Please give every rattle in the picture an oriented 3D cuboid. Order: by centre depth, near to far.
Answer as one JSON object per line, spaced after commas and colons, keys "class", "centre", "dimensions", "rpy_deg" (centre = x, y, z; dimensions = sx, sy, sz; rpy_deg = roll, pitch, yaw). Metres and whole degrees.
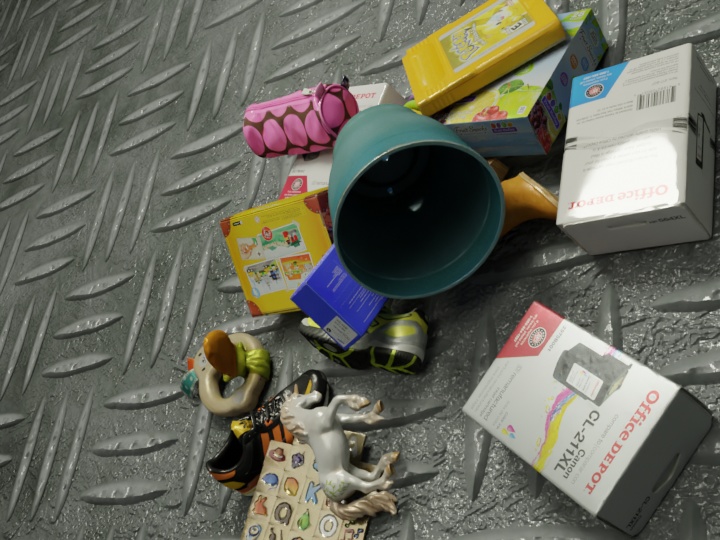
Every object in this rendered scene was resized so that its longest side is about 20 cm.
{"class": "rattle", "centre": [-0.239, 0.140, 1.323], "dimensions": [0.199, 0.142, 0.132], "rpy_deg": [11, 91, 41]}

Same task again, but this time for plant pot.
{"class": "plant pot", "centre": [0.049, -0.102, 1.078], "dimensions": [0.200, 0.200, 0.189], "rpy_deg": [-43, 32, 15]}

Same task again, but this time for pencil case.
{"class": "pencil case", "centre": [-0.092, -0.219, 1.310], "dimensions": [0.199, 0.093, 0.092], "rpy_deg": [-6, 60, 46]}

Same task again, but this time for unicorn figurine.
{"class": "unicorn figurine", "centre": [-0.029, 0.203, 1.088], "dimensions": [0.136, 0.074, 0.202], "rpy_deg": [-23, 61, 23]}

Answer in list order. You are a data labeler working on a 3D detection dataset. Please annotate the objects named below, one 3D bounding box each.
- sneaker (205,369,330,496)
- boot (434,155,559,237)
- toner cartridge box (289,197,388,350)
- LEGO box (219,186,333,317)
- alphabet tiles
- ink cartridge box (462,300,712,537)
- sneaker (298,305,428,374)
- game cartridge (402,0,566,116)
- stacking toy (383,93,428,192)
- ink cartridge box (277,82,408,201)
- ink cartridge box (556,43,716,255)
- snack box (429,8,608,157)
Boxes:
{"class": "sneaker", "centre": [-0.123, 0.209, 1.195], "dimensions": [0.201, 0.090, 0.070], "rpy_deg": [-52, 41, 6]}
{"class": "boot", "centre": [0.166, -0.053, 1.108], "dimensions": [0.145, 0.070, 0.201], "rpy_deg": [-57, 35, 7]}
{"class": "toner cartridge box", "centre": [0.000, 0.000, 1.137], "dimensions": [0.043, 0.095, 0.200], "rpy_deg": [-40, 9, 44]}
{"class": "LEGO box", "centre": [-0.086, -0.026, 1.262], "dimensions": [0.198, 0.077, 0.151], "rpy_deg": [-10, 102, 40]}
{"class": "alphabet tiles", "centre": [-0.062, 0.290, 1.112], "dimensions": [0.165, 0.006, 0.202], "rpy_deg": [6, 69, 29]}
{"class": "ink cartridge box", "centre": [0.222, 0.142, 0.906], "dimensions": [0.146, 0.083, 0.200], "rpy_deg": [-56, 40, 0]}
{"class": "sneaker", "centre": [0.007, 0.082, 1.174], "dimensions": [0.198, 0.076, 0.077], "rpy_deg": [7, 61, 36]}
{"class": "game cartridge", "centre": [0.151, -0.292, 1.169], "dimensions": [0.198, 0.033, 0.177], "rpy_deg": [-27, 33, 12]}
{"class": "stacking toy", "centre": [0.091, -0.206, 1.260], "dimensions": [0.115, 0.110, 0.201], "rpy_deg": [6, 58, 46]}
{"class": "ink cartridge box", "centre": [-0.018, -0.167, 1.340], "dimensions": [0.147, 0.085, 0.202], "rpy_deg": [6, 71, 47]}
{"class": "ink cartridge box", "centre": [0.306, -0.129, 0.996], "dimensions": [0.145, 0.084, 0.202], "rpy_deg": [-9, 60, 40]}
{"class": "snack box", "centre": [0.197, -0.236, 1.152], "dimensions": [0.168, 0.068, 0.201], "rpy_deg": [3, 51, 45]}
